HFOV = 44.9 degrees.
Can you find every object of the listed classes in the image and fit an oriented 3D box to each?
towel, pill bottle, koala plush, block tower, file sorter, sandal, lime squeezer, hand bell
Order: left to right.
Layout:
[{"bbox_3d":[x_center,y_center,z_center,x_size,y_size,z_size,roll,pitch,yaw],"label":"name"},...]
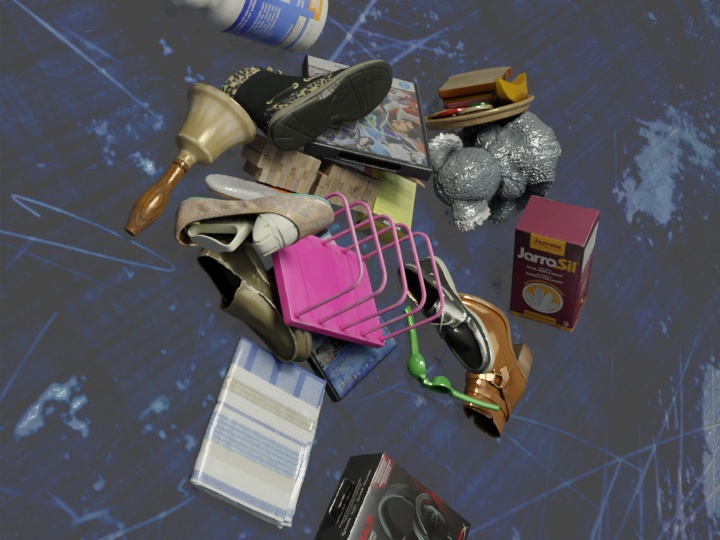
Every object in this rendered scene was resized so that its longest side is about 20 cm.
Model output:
[{"bbox_3d":[-0.225,-0.122,1.074,0.104,0.104,0.200,42,66,-22],"label":"hand bell"},{"bbox_3d":[-0.153,-0.373,1.184,0.199,0.112,0.113,6,72,-40],"label":"pill bottle"},{"bbox_3d":[-0.122,0.199,1.079,0.147,0.024,0.201,32,55,-26],"label":"towel"},{"bbox_3d":[-0.127,-0.079,1.136,0.206,0.079,0.059,8,110,-48],"label":"sandal"},{"bbox_3d":[-0.068,-0.132,1.195,0.200,0.058,0.054,15,104,-38],"label":"block tower"},{"bbox_3d":[0.000,0.000,1.115,0.200,0.125,0.139,21,50,-52],"label":"file sorter"},{"bbox_3d":[0.111,0.149,1.271,0.200,0.038,0.071,47,46,8],"label":"lime squeezer"},{"bbox_3d":[0.195,-0.160,1.382,0.199,0.184,0.178,-20,89,-30],"label":"koala plush"}]

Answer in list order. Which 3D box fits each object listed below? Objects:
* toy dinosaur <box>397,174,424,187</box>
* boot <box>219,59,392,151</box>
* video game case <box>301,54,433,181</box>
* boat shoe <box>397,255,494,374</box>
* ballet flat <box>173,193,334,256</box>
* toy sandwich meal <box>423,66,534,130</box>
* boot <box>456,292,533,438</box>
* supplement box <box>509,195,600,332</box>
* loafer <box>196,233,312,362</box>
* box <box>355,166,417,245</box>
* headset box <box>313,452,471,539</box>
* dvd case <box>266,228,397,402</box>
[{"bbox_3d":[0.001,-0.188,1.253,0.106,0.060,0.200,-29,74,-21],"label":"toy dinosaur"},{"bbox_3d":[-0.074,-0.244,1.159,0.203,0.154,0.074,-34,136,-25],"label":"boot"},{"bbox_3d":[0.007,-0.220,1.239,0.180,0.026,0.200,11,45,-17],"label":"video game case"},{"bbox_3d":[0.122,0.069,1.273,0.067,0.072,0.200,-7,58,-46],"label":"boat shoe"},{"bbox_3d":[-0.130,-0.048,1.029,0.068,0.199,0.067,71,25,-44],"label":"ballet flat"},{"bbox_3d":[0.183,-0.277,1.386,0.205,0.205,0.071,-26,109,-42],"label":"toy sandwich meal"},{"bbox_3d":[0.177,0.144,1.327,0.200,0.077,0.156,48,55,-27],"label":"boot"},{"bbox_3d":[0.304,-0.009,1.382,0.086,0.110,0.200,-57,153,-37],"label":"supplement box"},{"bbox_3d":[-0.138,0.039,1.089,0.067,0.076,0.200,-36,90,-41],"label":"loafer"},{"bbox_3d":[0.045,-0.144,1.315,0.075,0.050,0.201,22,63,-30],"label":"box"},{"bbox_3d":[0.034,0.343,1.127,0.200,0.077,0.149,44,52,-23],"label":"headset box"},{"bbox_3d":[-0.042,0.059,1.196,0.143,0.018,0.200,-39,103,-40],"label":"dvd case"}]
